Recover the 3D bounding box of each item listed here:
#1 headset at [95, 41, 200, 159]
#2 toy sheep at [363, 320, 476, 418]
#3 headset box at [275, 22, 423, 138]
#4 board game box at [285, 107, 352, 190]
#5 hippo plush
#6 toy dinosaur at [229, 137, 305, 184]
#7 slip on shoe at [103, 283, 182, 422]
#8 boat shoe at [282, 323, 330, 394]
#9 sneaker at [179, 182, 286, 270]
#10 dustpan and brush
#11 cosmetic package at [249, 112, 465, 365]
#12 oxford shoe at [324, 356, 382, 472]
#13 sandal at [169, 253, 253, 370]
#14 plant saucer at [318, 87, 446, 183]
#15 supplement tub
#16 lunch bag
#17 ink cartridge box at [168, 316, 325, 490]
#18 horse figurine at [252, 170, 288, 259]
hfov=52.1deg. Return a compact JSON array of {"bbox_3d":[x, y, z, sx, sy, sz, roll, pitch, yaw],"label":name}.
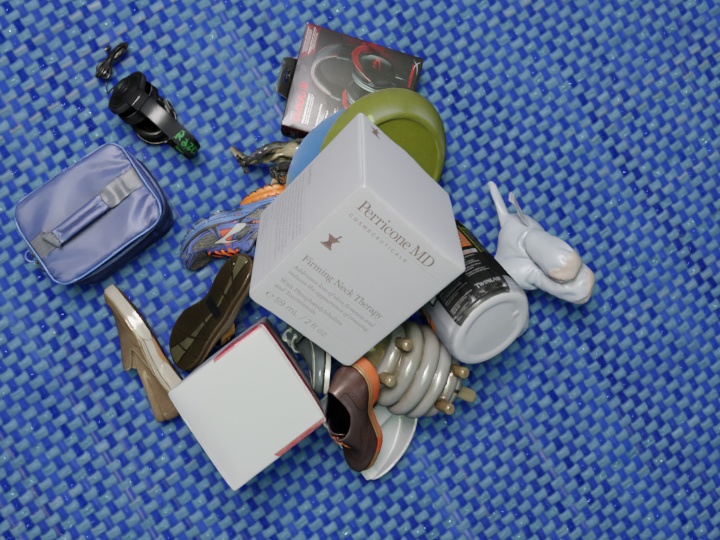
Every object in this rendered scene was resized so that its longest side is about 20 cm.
[{"bbox_3d":[-0.293,-0.236,1.017,0.198,0.124,0.095,36,84,17],"label":"headset"},{"bbox_3d":[0.073,0.135,0.983,0.197,0.138,0.140,31,85,-16],"label":"toy sheep"},{"bbox_3d":[-0.023,-0.252,1.061,0.195,0.075,0.153,16,87,-5],"label":"headset box"},{"bbox_3d":[-0.017,-0.127,0.992,0.197,0.039,0.160,23,106,-38],"label":"board game box"},{"bbox_3d":[0.218,0.017,1.031,0.199,0.160,0.161,41,96,-22],"label":"hippo plush"},{"bbox_3d":[-0.118,-0.155,1.003,0.195,0.088,0.048,-2,120,29],"label":"toy dinosaur"},{"bbox_3d":[-0.306,0.116,1.022,0.060,0.076,0.203,-33,98,-12],"label":"slip on shoe"},{"bbox_3d":[-0.078,0.091,0.994,0.060,0.202,0.074,-1,128,-13],"label":"boat shoe"},{"bbox_3d":[-0.167,-0.046,1.013,0.197,0.075,0.080,-28,80,21],"label":"sneaker"},{"bbox_3d":[0.048,0.182,1.055,0.199,0.057,0.141,-41,95,-22],"label":"dustpan and brush"},{"bbox_3d":[-0.007,-0.036,0.882,0.166,0.168,0.199,36,119,-25],"label":"cosmetic package"},{"bbox_3d":[-0.018,0.200,0.956,0.070,0.204,0.072,25,46,32],"label":"oxford shoe"},{"bbox_3d":[-0.196,0.062,1.018,0.201,0.054,0.082,-52,51,16],"label":"sandal"},{"bbox_3d":[0.036,-0.135,0.969,0.195,0.031,0.204,-16,127,-22],"label":"plant saucer"},{"bbox_3d":[0.121,0.013,0.970,0.121,0.124,0.201,-30,47,-5],"label":"supplement tub"},{"bbox_3d":[-0.363,-0.071,0.993,0.198,0.132,0.137,-37,91,-6],"label":"lunch bag"},{"bbox_3d":[-0.143,0.164,0.971,0.144,0.200,0.146,-36,93,-5],"label":"ink cartridge box"},{"bbox_3d":[-0.094,-0.093,1.050,0.130,0.050,0.205,18,94,23],"label":"horse figurine"}]
